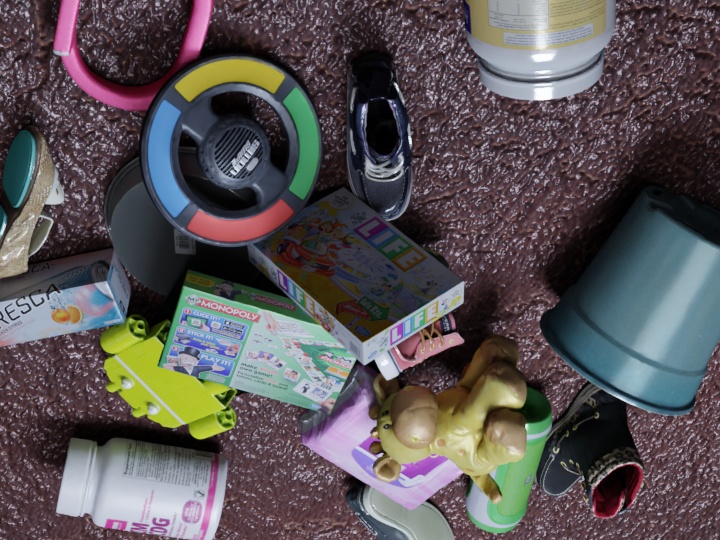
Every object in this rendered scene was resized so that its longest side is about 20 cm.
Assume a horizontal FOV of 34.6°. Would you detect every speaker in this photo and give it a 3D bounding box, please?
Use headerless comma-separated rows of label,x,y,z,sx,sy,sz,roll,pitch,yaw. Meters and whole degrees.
speaker,0.191,0.247,1.502,0.088,0.089,0.200,4,125,-7

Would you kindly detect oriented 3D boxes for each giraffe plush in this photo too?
giraffe plush,0.094,0.175,1.360,0.162,0.173,0.200,5,131,-7

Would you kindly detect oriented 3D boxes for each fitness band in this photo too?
fitness band,-0.224,-0.249,1.143,0.143,0.037,0.200,14,125,-14

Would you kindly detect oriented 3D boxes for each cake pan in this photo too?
cake pan,-0.188,-0.043,1.280,0.200,0.037,0.200,2,127,3

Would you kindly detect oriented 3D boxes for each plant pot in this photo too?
plant pot,0.336,0.025,1.297,0.200,0.200,0.196,19,115,-17

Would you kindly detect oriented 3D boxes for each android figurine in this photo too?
android figurine,-0.230,0.128,1.368,0.200,0.041,0.182,-24,115,42

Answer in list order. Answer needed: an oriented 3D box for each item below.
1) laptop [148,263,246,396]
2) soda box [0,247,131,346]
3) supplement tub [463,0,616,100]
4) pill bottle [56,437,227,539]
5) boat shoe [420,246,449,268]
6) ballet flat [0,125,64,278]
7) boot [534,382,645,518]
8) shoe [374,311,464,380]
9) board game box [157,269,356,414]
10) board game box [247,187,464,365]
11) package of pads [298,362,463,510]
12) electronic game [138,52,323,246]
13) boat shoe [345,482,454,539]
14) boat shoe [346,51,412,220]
laptop,-0.122,0.065,1.349,0.200,0.103,0.177,-9,156,-32
soda box,-0.368,0.035,1.316,0.200,0.068,0.064,-12,126,6
supplement tub,0.167,-0.278,1.084,0.145,0.145,0.200,-7,126,1
pill bottle,-0.278,0.276,1.471,0.200,0.113,0.113,11,124,-11
boat shoe,0.000,0.000,1.318,0.201,0.061,0.072,7,121,15
ballet flat,-0.361,-0.073,1.254,0.065,0.071,0.200,2,134,-40
boot,0.291,0.253,1.472,0.073,0.151,0.200,19,122,-17
shoe,0.062,0.070,1.316,0.091,0.200,0.072,-25,86,8
board game box,-0.106,0.080,1.243,0.200,0.029,0.135,17,131,-9
board game box,-0.008,0.000,1.212,0.134,0.200,0.034,-30,140,-26
package of pads,0.032,0.212,1.470,0.200,0.076,0.120,36,117,-26
electronic game,-0.130,-0.123,1.189,0.200,0.042,0.200,-7,104,-27
boat shoe,0.053,0.348,1.579,0.066,0.075,0.199,-13,141,41
boat shoe,0.019,-0.120,1.218,0.075,0.093,0.200,-9,126,2
